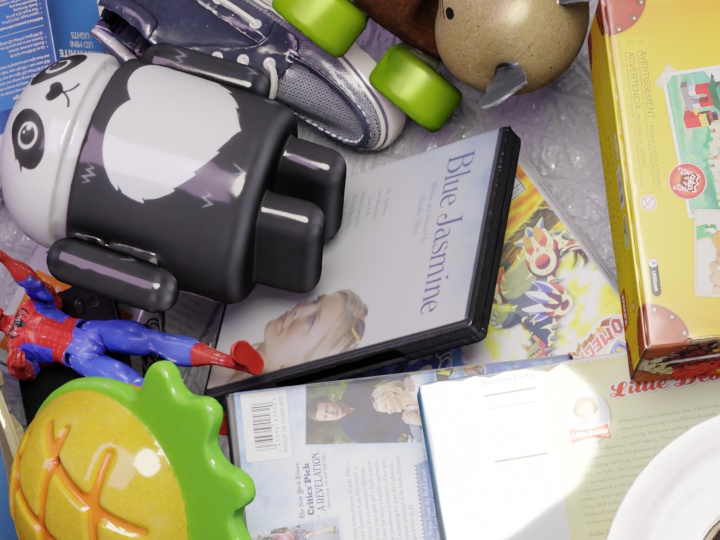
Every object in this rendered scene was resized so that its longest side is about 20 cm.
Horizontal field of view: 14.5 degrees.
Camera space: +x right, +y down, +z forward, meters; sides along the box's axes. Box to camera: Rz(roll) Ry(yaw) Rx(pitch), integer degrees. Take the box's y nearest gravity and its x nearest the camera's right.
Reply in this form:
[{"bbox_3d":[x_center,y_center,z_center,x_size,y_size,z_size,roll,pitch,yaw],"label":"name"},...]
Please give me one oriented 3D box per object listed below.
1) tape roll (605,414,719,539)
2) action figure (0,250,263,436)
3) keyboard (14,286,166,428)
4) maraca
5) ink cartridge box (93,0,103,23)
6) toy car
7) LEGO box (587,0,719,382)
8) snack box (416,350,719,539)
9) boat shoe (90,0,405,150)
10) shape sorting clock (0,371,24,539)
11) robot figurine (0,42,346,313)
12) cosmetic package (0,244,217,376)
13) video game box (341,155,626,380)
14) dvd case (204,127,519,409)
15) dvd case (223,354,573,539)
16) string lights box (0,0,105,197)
[{"bbox_3d":[0.222,0.170,1.477,0.201,0.071,0.204,-1,78,4],"label":"tape roll"},{"bbox_3d":[-0.165,0.038,1.648,0.199,0.099,0.066,13,77,34],"label":"action figure"},{"bbox_3d":[-0.144,0.099,1.691,0.104,0.040,0.201,-24,63,18],"label":"keyboard"},{"bbox_3d":[-0.124,0.120,1.565,0.200,0.107,0.138,-25,91,50],"label":"maraca"},{"bbox_3d":[-0.204,-0.260,1.917,0.173,0.044,0.201,8,78,31],"label":"ink cartridge box"},{"bbox_3d":[0.068,-0.158,1.608,0.165,0.158,0.200,-52,27,4],"label":"toy car"},{"bbox_3d":[0.209,-0.051,1.532,0.148,0.077,0.201,-5,76,-3],"label":"LEGO box"},{"bbox_3d":[0.138,0.105,1.551,0.199,0.037,0.117,-9,77,-2],"label":"snack box"},{"bbox_3d":[-0.074,-0.123,1.739,0.200,0.075,0.093,36,52,14],"label":"boat shoe"},{"bbox_3d":[-0.232,0.106,1.734,0.039,0.200,0.200,-22,58,-18],"label":"shape sorting clock"},{"bbox_3d":[-0.110,-0.054,1.642,0.199,0.150,0.126,17,105,8],"label":"robot figurine"},{"bbox_3d":[-0.139,-0.010,1.777,0.101,0.071,0.201,22,84,32],"label":"cosmetic package"},{"bbox_3d":[0.067,0.060,1.658,0.200,0.047,0.183,-41,61,9],"label":"video game box"},{"bbox_3d":[0.000,0.000,1.664,0.199,0.018,0.143,-16,46,35],"label":"dvd case"},{"bbox_3d":[0.029,0.127,1.577,0.199,0.018,0.144,-6,74,-1],"label":"dvd case"},{"bbox_3d":[-0.224,-0.155,1.841,0.102,0.059,0.201,-12,86,31],"label":"string lights box"}]
